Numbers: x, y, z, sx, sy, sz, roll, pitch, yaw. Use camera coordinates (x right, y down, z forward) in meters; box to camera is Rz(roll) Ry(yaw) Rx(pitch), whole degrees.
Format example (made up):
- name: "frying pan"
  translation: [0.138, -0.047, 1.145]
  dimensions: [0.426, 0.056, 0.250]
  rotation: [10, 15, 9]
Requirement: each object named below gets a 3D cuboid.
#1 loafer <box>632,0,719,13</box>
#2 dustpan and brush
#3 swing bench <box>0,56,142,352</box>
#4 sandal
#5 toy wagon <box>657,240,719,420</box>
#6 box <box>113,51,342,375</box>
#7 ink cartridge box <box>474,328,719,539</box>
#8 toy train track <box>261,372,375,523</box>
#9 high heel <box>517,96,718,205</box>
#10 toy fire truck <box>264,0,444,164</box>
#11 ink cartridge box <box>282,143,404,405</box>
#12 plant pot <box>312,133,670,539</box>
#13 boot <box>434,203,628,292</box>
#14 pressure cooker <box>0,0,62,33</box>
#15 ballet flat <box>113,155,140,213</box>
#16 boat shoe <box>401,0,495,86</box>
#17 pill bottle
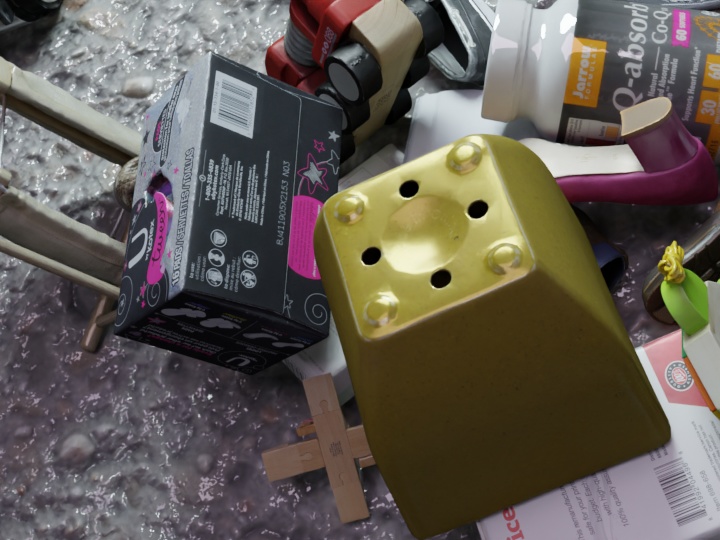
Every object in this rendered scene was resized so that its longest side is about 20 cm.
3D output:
- name: "loafer"
  translation: [0.248, -0.203, 1.132]
  dimensions: [0.198, 0.063, 0.072]
  rotation: [-9, 31, 12]
- name: "dustpan and brush"
  translation: [0.138, -0.096, 1.120]
  dimensions: [0.198, 0.057, 0.141]
  rotation: [-7, 50, 25]
- name: "swing bench"
  translation: [-0.258, -0.066, 1.144]
  dimensions: [0.129, 0.198, 0.202]
  rotation: [-19, 55, 46]
- name: "sandal"
  translation: [0.294, -0.033, 1.019]
  dimensions: [0.199, 0.082, 0.055]
  rotation: [-37, 35, 8]
- name: "toy wagon"
  translation: [0.260, 0.062, 0.903]
  dimensions: [0.040, 0.200, 0.156]
  rotation: [-40, 16, 29]
- name: "box"
  translation: [-0.101, -0.040, 1.039]
  dimensions: [0.114, 0.131, 0.202]
  rotation: [-30, 49, 48]
- name: "ink cartridge box"
  translation: [0.180, 0.150, 0.951]
  dimensions: [0.198, 0.084, 0.145]
  rotation: [-23, 58, 7]
- name: "toy train track"
  translation: [0.022, 0.125, 1.049]
  dimensions: [0.198, 0.033, 0.116]
  rotation: [-15, 93, 3]
- name: "high heel"
  translation: [0.169, -0.061, 1.034]
  dimensions: [0.199, 0.096, 0.068]
  rotation: [-23, 35, 25]
- name: "toy fire truck"
  translation: [-0.054, -0.201, 1.129]
  dimensions: [0.128, 0.176, 0.200]
  rotation: [-38, 81, -22]
- name: "ink cartridge box"
  translation: [0.000, 0.000, 1.132]
  dimensions: [0.199, 0.050, 0.161]
  rotation: [-35, 56, -19]
- name: "plant pot"
  translation: [0.069, 0.027, 0.893]
  dimensions: [0.193, 0.200, 0.197]
  rotation: [-23, 55, 8]
- name: "boot"
  translation: [0.114, 0.025, 1.040]
  dimensions: [0.200, 0.075, 0.097]
  rotation: [-45, 50, -10]
- name: "pressure cooker"
  translation: [-0.390, -0.326, 1.367]
  dimensions: [0.198, 0.179, 0.178]
  rotation: [-16, 98, 12]
- name: "ballet flat"
  translation: [-0.114, -0.086, 1.145]
  dimensions: [0.198, 0.046, 0.068]
  rotation: [-11, 73, -34]
- name: "boat shoe"
  translation: [0.056, -0.233, 1.196]
  dimensions: [0.200, 0.068, 0.074]
  rotation: [58, 135, 27]
- name: "pill bottle"
  translation: [0.198, -0.152, 1.053]
  dimensions: [0.198, 0.117, 0.117]
  rotation: [8, 66, 5]
